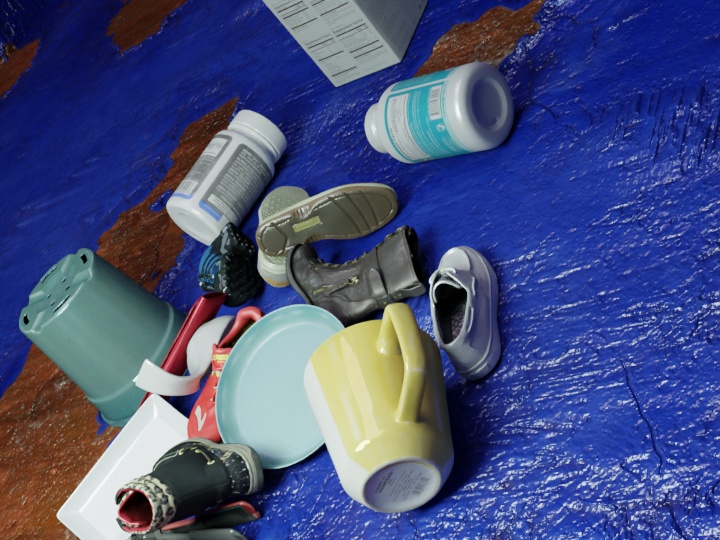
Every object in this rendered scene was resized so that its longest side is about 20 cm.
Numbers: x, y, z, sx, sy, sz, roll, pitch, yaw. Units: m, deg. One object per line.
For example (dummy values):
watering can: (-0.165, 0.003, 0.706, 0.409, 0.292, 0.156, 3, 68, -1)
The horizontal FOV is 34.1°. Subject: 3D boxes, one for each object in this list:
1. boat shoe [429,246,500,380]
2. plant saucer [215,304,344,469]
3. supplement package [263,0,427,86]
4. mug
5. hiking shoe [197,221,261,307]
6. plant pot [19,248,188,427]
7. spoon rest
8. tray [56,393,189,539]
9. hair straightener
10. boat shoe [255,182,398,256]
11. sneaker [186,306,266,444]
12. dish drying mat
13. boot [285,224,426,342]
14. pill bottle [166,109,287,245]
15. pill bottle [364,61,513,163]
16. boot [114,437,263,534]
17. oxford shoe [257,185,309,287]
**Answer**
boat shoe: (0.105, 0.032, 1.287, 0.072, 0.069, 0.201, -28, 35, 27)
plant saucer: (-0.085, 0.138, 1.383, 0.198, 0.027, 0.202, -16, 59, 28)
supplement package: (-0.024, -0.434, 1.875, 0.150, 0.200, 0.153, -13, 42, 41)
mug: (0.019, 0.144, 1.163, 0.148, 0.187, 0.154, -23, 43, 7)
hiking shoe: (-0.193, 0.011, 1.691, 0.087, 0.074, 0.201, -45, 20, 16)
plant pot: (-0.367, 0.086, 1.677, 0.199, 0.196, 0.201, -31, 34, 23)
spoon rest: (-0.211, 0.117, 1.519, 0.100, 0.060, 0.200, -63, -14, 24)
tray: (-0.291, 0.266, 1.506, 0.107, 0.022, 0.201, 31, 77, 28)
hair straightener: (-0.204, 0.316, 1.348, 0.198, 0.041, 0.078, -15, 42, 33)
boat shoe: (-0.045, -0.079, 1.577, 0.197, 0.072, 0.076, -13, 19, 8)
sneaker: (-0.170, 0.131, 1.471, 0.076, 0.085, 0.201, 8, 56, 25)
dish drying mat: (-0.244, 0.118, 1.574, 0.201, 0.018, 0.077, -61, -13, 10)
boot: (0.000, 0.000, 1.466, 0.173, 0.069, 0.201, -36, 42, 15)
pill bottle: (-0.206, -0.146, 1.840, 0.113, 0.114, 0.201, 5, 56, 53)
pill bottle: (0.096, -0.202, 1.540, 0.199, 0.111, 0.112, -4, 49, 48)
boot: (-0.224, 0.247, 1.344, 0.153, 0.074, 0.202, -15, 2, -42)
oxford shoe: (-0.111, -0.050, 1.663, 0.074, 0.058, 0.201, 5, 41, 0)
